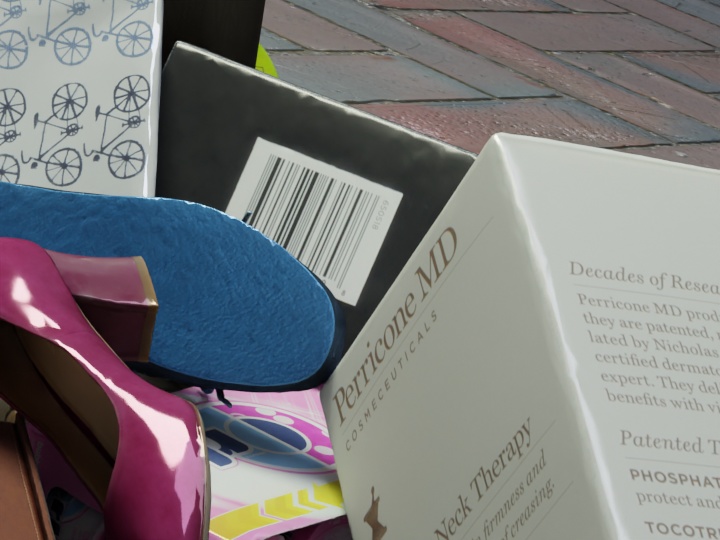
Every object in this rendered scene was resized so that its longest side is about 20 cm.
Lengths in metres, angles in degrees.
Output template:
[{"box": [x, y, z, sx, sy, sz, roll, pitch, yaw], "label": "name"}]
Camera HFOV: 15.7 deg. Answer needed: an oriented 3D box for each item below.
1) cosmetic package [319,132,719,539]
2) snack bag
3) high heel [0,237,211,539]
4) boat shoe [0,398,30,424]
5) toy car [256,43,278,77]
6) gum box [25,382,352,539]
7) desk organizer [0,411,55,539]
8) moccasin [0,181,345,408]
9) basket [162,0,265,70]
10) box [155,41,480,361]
[{"box": [0.105, 0.086, 0.970, 0.165, 0.168, 0.201, 7, 48, -26], "label": "cosmetic package"}, {"box": [-0.186, -0.053, 1.176, 0.198, 0.190, 0.021, -3, -22, 10], "label": "snack bag"}, {"box": [-0.113, 0.059, 0.957, 0.095, 0.068, 0.200, 0, 31, -17], "label": "high heel"}, {"box": [-0.199, 0.052, 1.103, 0.199, 0.076, 0.072, 14, -20, 26], "label": "boat shoe"}, {"box": [-0.148, -0.098, 1.507, 0.199, 0.176, 0.150, 0, -17, -30], "label": "toy car"}, {"box": [-0.047, 0.101, 1.069, 0.113, 0.067, 0.199, 24, 19, 30], "label": "gum box"}, {"box": [-0.151, 0.117, 0.917, 0.076, 0.072, 0.200, 9, 18, -17], "label": "desk organizer"}, {"box": [-0.092, 0.003, 1.087, 0.199, 0.081, 0.068, 20, -13, 21], "label": "moccasin"}, {"box": [-0.118, -0.116, 1.314, 0.135, 0.201, 0.180, -23, 42, -34], "label": "basket"}, {"box": [0.000, 0.000, 1.242, 0.196, 0.118, 0.200, 22, -7, 18], "label": "box"}]
